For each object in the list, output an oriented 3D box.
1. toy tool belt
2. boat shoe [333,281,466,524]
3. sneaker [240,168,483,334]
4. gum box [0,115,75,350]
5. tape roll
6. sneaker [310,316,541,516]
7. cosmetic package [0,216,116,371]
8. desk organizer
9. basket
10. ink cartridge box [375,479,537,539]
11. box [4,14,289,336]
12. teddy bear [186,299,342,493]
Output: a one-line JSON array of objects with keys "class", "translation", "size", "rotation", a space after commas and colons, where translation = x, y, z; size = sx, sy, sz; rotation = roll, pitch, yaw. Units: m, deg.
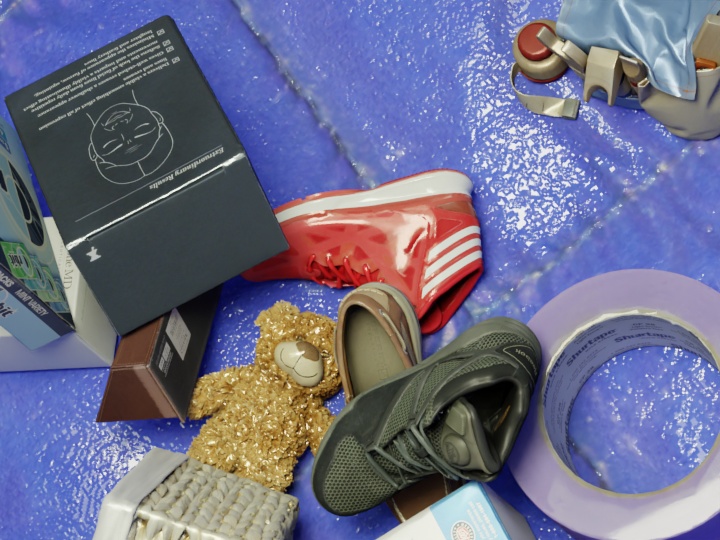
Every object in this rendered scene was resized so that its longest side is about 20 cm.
[{"class": "toy tool belt", "translation": [0.199, -0.176, 1.553], "size": [0.199, 0.123, 0.125], "rotation": [11, 76, 22]}, {"class": "boat shoe", "translation": [0.022, 0.108, 1.526], "size": [0.076, 0.072, 0.201], "rotation": [-21, 85, 17]}, {"class": "sneaker", "translation": [0.000, 0.000, 1.588], "size": [0.199, 0.078, 0.116], "rotation": [-18, 66, 14]}, {"class": "gum box", "translation": [-0.296, -0.060, 1.570], "size": [0.044, 0.170, 0.200], "rotation": [-26, 60, 7]}, {"class": "tape roll", "translation": [0.204, 0.106, 1.477], "size": [0.199, 0.085, 0.201], "rotation": [-7, 69, 18]}, {"class": "sneaker", "translation": [0.040, 0.119, 1.431], "size": [0.199, 0.114, 0.076], "rotation": [-34, 105, 18]}, {"class": "cosmetic package", "translation": [-0.301, 0.022, 1.681], "size": [0.199, 0.085, 0.108], "rotation": [-5, 66, 18]}, {"class": "desk organizer", "translation": [-0.162, 0.020, 1.604], "size": [0.077, 0.072, 0.200], "rotation": [-5, 48, 21]}, {"class": "basket", "translation": [-0.121, 0.218, 1.462], "size": [0.123, 0.200, 0.136], "rotation": [14, 97, 3]}, {"class": "ink cartridge box", "translation": [0.044, 0.263, 1.455], "size": [0.200, 0.125, 0.129], "rotation": [-32, 65, 8]}, {"class": "box", "translation": [-0.165, -0.076, 1.563], "size": [0.148, 0.107, 0.200], "rotation": [-27, 44, -2]}, {"class": "teddy bear", "translation": [-0.075, 0.121, 1.578], "size": [0.200, 0.067, 0.145], "rotation": [-43, 66, 2]}]
